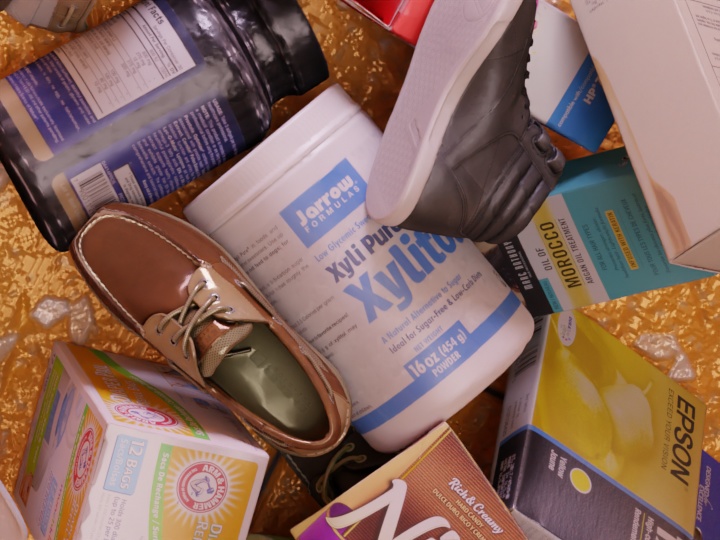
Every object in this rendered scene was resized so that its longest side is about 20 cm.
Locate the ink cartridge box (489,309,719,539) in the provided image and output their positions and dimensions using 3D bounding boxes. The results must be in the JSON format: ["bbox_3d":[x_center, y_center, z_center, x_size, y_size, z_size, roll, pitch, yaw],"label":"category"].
[{"bbox_3d":[0.175,0.141,1.723,0.200,0.198,0.047,33,130,-18],"label":"ink cartridge box"}]

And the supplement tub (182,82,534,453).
[{"bbox_3d":[0.000,0.000,1.638,0.132,0.132,0.200,-40,94,-3],"label":"supplement tub"}]

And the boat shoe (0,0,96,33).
[{"bbox_3d":[-0.153,-0.205,1.557,0.068,0.200,0.075,27,56,-20],"label":"boat shoe"}]

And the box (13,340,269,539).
[{"bbox_3d":[-0.137,0.126,1.619,0.101,0.200,0.113,13,99,-18],"label":"box"}]

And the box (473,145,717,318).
[{"bbox_3d":[0.128,-0.021,1.675,0.200,0.049,0.082,-15,112,32],"label":"box"}]

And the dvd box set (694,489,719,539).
[{"bbox_3d":[0.159,0.202,1.745,0.146,0.029,0.200,35,51,-21],"label":"dvd box set"}]

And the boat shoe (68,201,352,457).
[{"bbox_3d":[-0.082,0.034,1.558,0.200,0.074,0.076,39,91,-5],"label":"boat shoe"}]

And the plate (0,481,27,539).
[{"bbox_3d":[-0.319,0.095,1.602,0.200,0.032,0.200,-13,118,25],"label":"plate"}]

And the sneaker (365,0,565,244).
[{"bbox_3d":[0.084,-0.106,1.577,0.099,0.071,0.200,21,95,-30],"label":"sneaker"}]

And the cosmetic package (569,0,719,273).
[{"bbox_3d":[0.203,-0.101,1.578,0.071,0.200,0.105,-34,151,34],"label":"cosmetic package"}]

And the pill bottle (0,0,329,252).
[{"bbox_3d":[-0.125,-0.105,1.614,0.200,0.112,0.112,-30,109,-7],"label":"pill bottle"}]

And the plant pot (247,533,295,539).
[{"bbox_3d":[0.019,0.261,1.722,0.200,0.187,0.188,1,103,-31],"label":"plant pot"}]

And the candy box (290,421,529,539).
[{"bbox_3d":[0.062,0.205,1.582,0.117,0.056,0.200,-34,79,0],"label":"candy box"}]

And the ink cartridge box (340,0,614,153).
[{"bbox_3d":[0.066,-0.157,1.652,0.200,0.116,0.067,30,95,-20],"label":"ink cartridge box"}]

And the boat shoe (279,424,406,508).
[{"bbox_3d":[0.011,0.139,1.678,0.072,0.202,0.060,-54,155,10],"label":"boat shoe"}]
